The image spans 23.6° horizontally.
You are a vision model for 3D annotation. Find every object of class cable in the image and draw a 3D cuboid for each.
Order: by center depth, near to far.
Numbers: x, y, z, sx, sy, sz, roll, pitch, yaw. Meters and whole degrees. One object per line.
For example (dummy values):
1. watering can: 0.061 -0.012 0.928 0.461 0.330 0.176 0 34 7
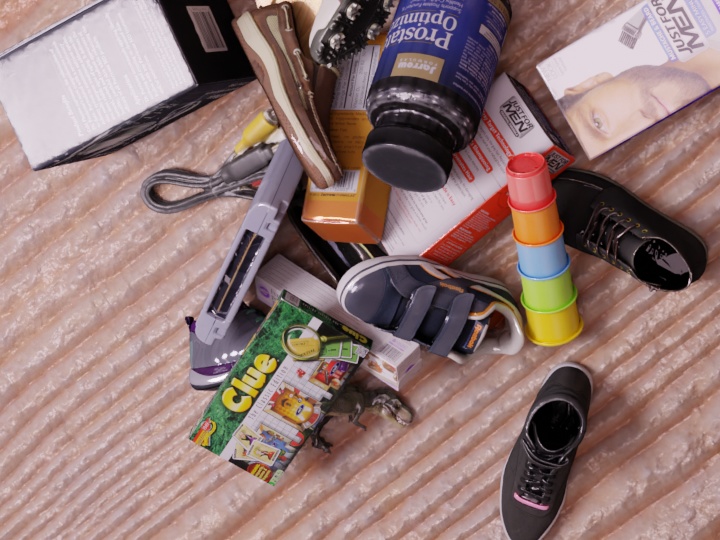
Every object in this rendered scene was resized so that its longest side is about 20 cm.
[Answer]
1. cable: -0.133 -0.098 1.812 0.199 0.050 0.097 -23 109 29

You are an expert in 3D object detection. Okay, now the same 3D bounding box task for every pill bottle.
1. pill bottle: 0.069 -0.181 1.650 0.111 0.112 0.201 12 65 13

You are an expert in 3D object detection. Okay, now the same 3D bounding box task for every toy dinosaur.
1. toy dinosaur: -0.049 0.147 1.787 0.199 0.048 0.089 13 114 -22

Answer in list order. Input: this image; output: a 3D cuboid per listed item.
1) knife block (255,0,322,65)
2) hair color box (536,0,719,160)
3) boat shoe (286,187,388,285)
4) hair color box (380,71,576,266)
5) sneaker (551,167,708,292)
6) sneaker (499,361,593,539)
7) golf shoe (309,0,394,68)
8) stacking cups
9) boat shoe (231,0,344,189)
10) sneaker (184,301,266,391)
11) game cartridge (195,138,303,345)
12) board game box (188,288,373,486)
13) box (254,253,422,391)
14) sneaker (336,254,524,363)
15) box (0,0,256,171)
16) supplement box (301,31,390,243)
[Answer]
1. knife block: -0.018 -0.288 1.728 0.174 0.064 0.201 -13 94 17
2. hair color box: 0.283 -0.202 1.660 0.199 0.065 0.110 -31 90 19
3. boat shoe: 0.000 0.000 1.755 0.202 0.060 0.072 53 140 7
4. hair color box: 0.103 -0.089 1.709 0.200 0.061 0.102 -40 61 18
5. sneaker: 0.241 -0.043 1.670 0.199 0.106 0.075 23 103 12
6. sneaker: 0.178 0.195 1.726 0.070 0.099 0.201 19 104 10
7. golf shoe: -0.005 -0.291 1.657 0.088 0.077 0.201 26 86 26
8. stacking cups: 0.172 -0.023 1.674 0.060 0.061 0.201 -5 124 16
9. boat shoe: -0.054 -0.177 1.665 0.074 0.075 0.203 -26 72 -1
10. sneaker: -0.091 0.067 1.799 0.199 0.074 0.088 -12 82 12
11. game cartridge: -0.108 -0.033 1.734 0.041 0.133 0.200 27 129 -2
12. board game box: -0.082 0.120 1.721 0.104 0.023 0.200 30 118 -7
13. box: -0.024 0.051 1.749 0.199 0.041 0.039 31 147 29
14. sneaker: 0.076 0.039 1.683 0.199 0.080 0.079 7 124 -28
15. box: -0.234 -0.201 1.729 0.196 0.200 0.125 -23 92 17
16. supplement box: -0.003 -0.132 1.707 0.068 0.067 0.201 5 74 24
